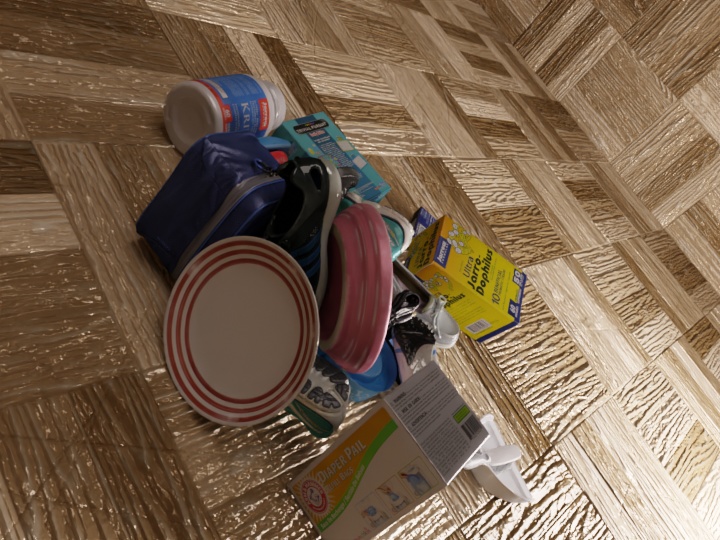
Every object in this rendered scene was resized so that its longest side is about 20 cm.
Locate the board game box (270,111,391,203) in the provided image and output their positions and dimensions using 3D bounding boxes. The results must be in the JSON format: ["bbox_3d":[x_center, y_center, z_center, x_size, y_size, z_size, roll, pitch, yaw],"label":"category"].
[{"bbox_3d":[-0.053,-0.192,1.188,0.201,0.047,0.150,49,34,5],"label":"board game box"}]

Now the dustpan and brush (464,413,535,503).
[{"bbox_3d":[0.186,0.274,0.940,0.197,0.057,0.142,5,51,-44],"label":"dustpan and brush"}]

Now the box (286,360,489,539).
[{"bbox_3d":[0.026,0.210,0.712,0.102,0.200,0.112,50,36,12],"label":"box"}]

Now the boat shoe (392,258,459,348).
[{"bbox_3d":[0.088,0.046,1.063,0.202,0.065,0.075,44,43,-1],"label":"boat shoe"}]

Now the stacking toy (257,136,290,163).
[{"bbox_3d":[-0.123,-0.085,0.967,0.203,0.109,0.116,60,28,2],"label":"stacking toy"}]

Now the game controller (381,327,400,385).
[{"bbox_3d":[0.082,0.149,0.979,0.103,0.042,0.202,-18,68,-53],"label":"game controller"}]

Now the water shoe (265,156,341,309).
[{"bbox_3d":[-0.079,-0.032,0.752,0.078,0.205,0.071,-4,23,-40],"label":"water shoe"}]

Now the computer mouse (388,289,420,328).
[{"bbox_3d":[0.000,0.000,0.946,0.108,0.044,0.201,-20,59,-41],"label":"computer mouse"}]

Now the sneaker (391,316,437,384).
[{"bbox_3d":[0.079,0.145,0.906,0.070,0.073,0.203,7,42,-20],"label":"sneaker"}]

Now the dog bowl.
[{"bbox_3d":[-0.036,0.095,0.903,0.201,0.050,0.111,49,34,5],"label":"dog bowl"}]

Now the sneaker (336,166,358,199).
[{"bbox_3d":[-0.061,-0.093,0.947,0.198,0.059,0.107,-10,85,-54],"label":"sneaker"}]

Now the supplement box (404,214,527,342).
[{"bbox_3d":[0.179,0.018,1.138,0.198,0.109,0.110,33,53,-17],"label":"supplement box"}]

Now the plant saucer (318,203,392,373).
[{"bbox_3d":[-0.020,0.020,0.787,0.050,0.202,0.204,3,49,-21],"label":"plant saucer"}]

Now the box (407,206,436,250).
[{"bbox_3d":[0.175,-0.026,1.270,0.199,0.032,0.122,38,35,-11],"label":"box"}]

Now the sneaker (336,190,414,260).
[{"bbox_3d":[-0.012,-0.073,1.034,0.197,0.078,0.080,21,66,28],"label":"sneaker"}]

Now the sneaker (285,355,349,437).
[{"bbox_3d":[-0.101,0.122,0.768,0.199,0.081,0.077,37,41,22],"label":"sneaker"}]

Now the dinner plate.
[{"bbox_3d":[-0.130,0.065,0.713,0.202,0.199,0.024,57,14,19],"label":"dinner plate"}]

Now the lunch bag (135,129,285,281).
[{"bbox_3d":[-0.161,-0.068,0.804,0.133,0.200,0.135,49,29,5],"label":"lunch bag"}]

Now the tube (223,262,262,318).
[{"bbox_3d":[-0.122,0.009,0.832,0.050,0.078,0.200,32,10,0],"label":"tube"}]

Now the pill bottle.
[{"bbox_3d":[-0.204,-0.249,1.027,0.113,0.112,0.199,47,35,5],"label":"pill bottle"}]
